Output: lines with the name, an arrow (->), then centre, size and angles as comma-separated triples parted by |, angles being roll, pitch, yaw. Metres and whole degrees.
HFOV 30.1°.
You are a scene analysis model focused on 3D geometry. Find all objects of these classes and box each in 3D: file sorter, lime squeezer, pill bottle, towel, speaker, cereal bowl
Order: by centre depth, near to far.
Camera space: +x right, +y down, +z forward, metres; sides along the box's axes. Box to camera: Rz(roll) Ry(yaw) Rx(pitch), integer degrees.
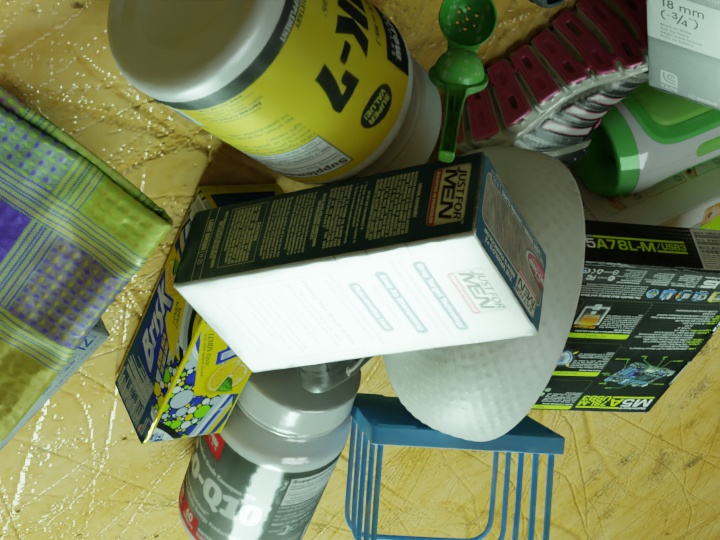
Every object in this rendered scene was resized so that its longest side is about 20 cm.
pill bottle -> -0.040, -0.117, 0.765 | 0.114, 0.115, 0.200 | -42, 148, 13
towel -> -0.219, 0.004, 0.778 | 0.143, 0.023, 0.200 | 37, 108, -18
lime squeezer -> 0.066, -0.139, 0.801 | 0.037, 0.201, 0.071 | 17, 158, -13
cereal bowl -> 0.065, 0.008, 0.901 | 0.083, 0.201, 0.201 | 16, 128, -19
file sorter -> 0.063, 0.169, 1.034 | 0.138, 0.124, 0.200 | 3, -179, -6
speaker -> 0.262, -0.126, 1.049 | 0.199, 0.089, 0.089 | -22, 146, -19
pill bottle -> -0.073, 0.138, 1.073 | 0.113, 0.114, 0.201 | -11, 141, -32

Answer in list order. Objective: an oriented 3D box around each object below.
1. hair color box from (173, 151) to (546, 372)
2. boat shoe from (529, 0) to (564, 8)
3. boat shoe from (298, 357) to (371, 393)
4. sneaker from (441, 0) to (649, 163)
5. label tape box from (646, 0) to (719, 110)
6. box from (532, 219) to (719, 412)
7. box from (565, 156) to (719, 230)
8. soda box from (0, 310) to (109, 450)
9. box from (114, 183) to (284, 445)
hair color box -> 0.000, 0.000, 0.798 | 0.199, 0.061, 0.100 | -9, 140, 27
boat shoe -> 0.176, -0.216, 0.877 | 0.199, 0.062, 0.073 | -20, 142, -23
boat shoe -> -0.007, 0.041, 0.992 | 0.066, 0.057, 0.200 | -4, -173, 21
sneaker -> 0.155, -0.130, 0.967 | 0.199, 0.074, 0.088 | -30, 148, 3
label tape box -> 0.237, -0.220, 0.832 | 0.145, 0.063, 0.200 | -53, 151, -22
box -> 0.174, 0.040, 1.026 | 0.198, 0.048, 0.194 | 3, 144, -19
box -> 0.203, -0.036, 1.104 | 0.199, 0.102, 0.113 | -23, 146, -18
soda box -> -0.258, 0.078, 0.872 | 0.200, 0.064, 0.068 | -45, 146, 17
box -> -0.107, 0.033, 0.950 | 0.070, 0.064, 0.201 | -4, 138, -38
